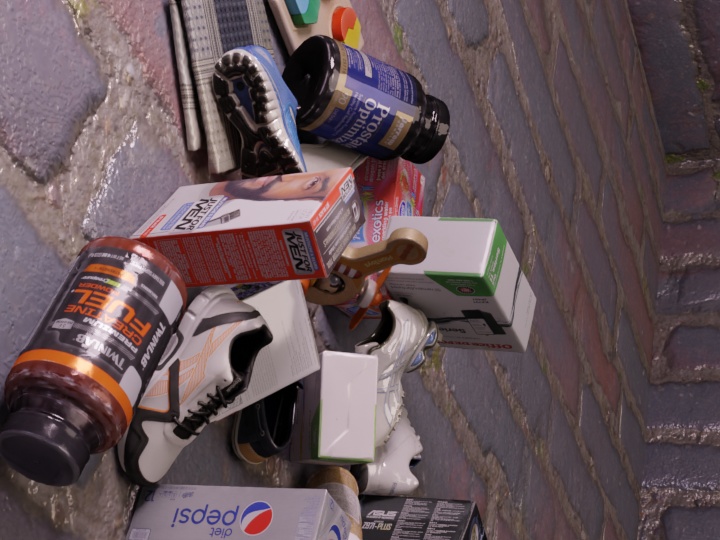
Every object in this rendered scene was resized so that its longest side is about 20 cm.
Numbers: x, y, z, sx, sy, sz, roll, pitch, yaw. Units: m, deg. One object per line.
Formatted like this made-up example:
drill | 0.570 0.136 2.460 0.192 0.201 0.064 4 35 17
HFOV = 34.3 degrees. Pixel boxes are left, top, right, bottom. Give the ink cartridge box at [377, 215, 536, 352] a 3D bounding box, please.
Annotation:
ink cartridge box | 0.124 0.020 1.455 0.200 0.145 0.084 53 46 -51

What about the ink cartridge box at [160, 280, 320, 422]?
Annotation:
ink cartridge box | -0.142 0.086 1.176 0.198 0.050 0.110 -25 113 -29

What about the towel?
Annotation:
towel | -0.143 -0.211 1.270 0.192 0.034 0.203 -34 116 -65

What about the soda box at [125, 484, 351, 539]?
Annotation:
soda box | -0.112 0.241 1.071 0.069 0.197 0.064 60 36 -47

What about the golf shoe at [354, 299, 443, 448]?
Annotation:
golf shoe | 0.014 0.129 1.414 0.097 0.078 0.202 36 74 -35

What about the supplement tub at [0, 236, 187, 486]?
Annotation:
supplement tub | -0.223 0.075 0.960 0.201 0.106 0.108 -71 147 -40

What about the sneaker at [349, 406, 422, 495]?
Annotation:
sneaker | 0.035 0.214 1.495 0.201 0.086 0.075 -84 -165 -49

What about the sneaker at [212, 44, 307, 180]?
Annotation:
sneaker | -0.089 -0.147 1.243 0.089 0.078 0.202 -52 132 -56

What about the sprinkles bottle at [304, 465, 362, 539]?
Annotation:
sprinkles bottle | -0.030 0.289 1.314 0.200 0.067 0.069 -102 -178 -75

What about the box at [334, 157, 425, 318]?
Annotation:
box | 0.019 -0.046 1.519 0.100 0.094 0.203 38 54 -60

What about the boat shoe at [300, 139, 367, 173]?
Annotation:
boat shoe | -0.049 -0.122 1.421 0.074 0.060 0.200 40 32 1

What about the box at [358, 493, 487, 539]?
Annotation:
box | 0.058 0.366 1.432 0.086 0.198 0.165 -59 138 -48

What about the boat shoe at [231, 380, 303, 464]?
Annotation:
boat shoe | -0.092 0.112 1.283 0.074 0.062 0.202 30 59 -40

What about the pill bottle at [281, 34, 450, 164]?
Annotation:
pill bottle | 0.009 -0.199 1.409 0.198 0.111 0.113 17 69 -34

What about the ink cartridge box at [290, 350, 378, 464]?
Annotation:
ink cartridge box | -0.037 0.163 1.340 0.200 0.066 0.119 142 -48 -72

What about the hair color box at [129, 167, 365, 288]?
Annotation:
hair color box | -0.107 -0.040 1.116 0.111 0.198 0.065 -57 137 -53

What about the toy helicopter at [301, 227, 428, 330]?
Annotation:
toy helicopter | 0.000 0.000 1.348 0.132 0.198 0.079 46 44 -31

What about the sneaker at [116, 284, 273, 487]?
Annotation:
sneaker | -0.154 0.113 1.083 0.202 0.079 0.074 -62 148 -6

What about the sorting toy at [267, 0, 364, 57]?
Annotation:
sorting toy | -0.048 -0.321 1.474 0.201 0.036 0.186 -68 145 -44
